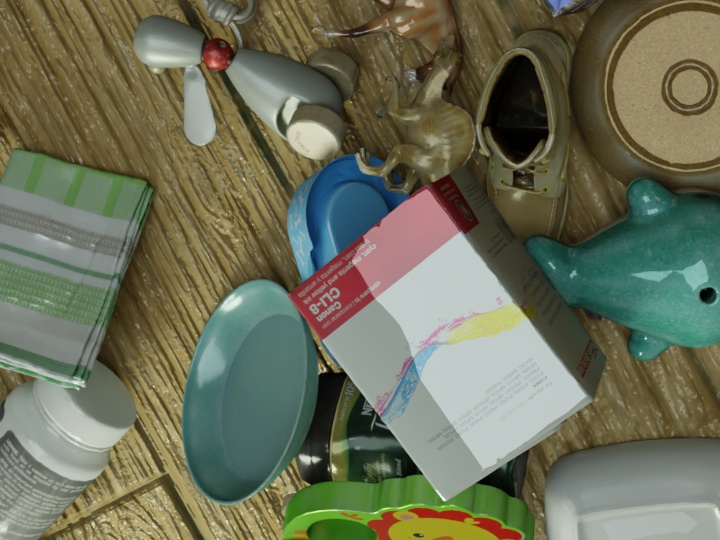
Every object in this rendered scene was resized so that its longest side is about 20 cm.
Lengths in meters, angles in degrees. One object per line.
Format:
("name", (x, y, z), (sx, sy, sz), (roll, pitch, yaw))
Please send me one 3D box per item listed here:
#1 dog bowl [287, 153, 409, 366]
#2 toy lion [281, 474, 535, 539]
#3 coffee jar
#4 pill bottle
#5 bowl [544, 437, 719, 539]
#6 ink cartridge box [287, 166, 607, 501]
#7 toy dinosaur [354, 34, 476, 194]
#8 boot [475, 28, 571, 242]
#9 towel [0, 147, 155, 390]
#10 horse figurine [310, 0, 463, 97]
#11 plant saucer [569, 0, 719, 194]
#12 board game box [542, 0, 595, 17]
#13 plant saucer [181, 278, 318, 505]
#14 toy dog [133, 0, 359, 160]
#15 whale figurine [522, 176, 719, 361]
("dog bowl", (0.000, 0.000, 1.255), (0.050, 0.111, 0.201), (-4, 105, 56))
("toy lion", (0.040, 0.218, 1.238), (0.199, 0.069, 0.192), (14, 149, -9))
("coffee jar", (0.045, 0.146, 1.270), (0.199, 0.105, 0.086), (3, 137, 13))
("pill bottle", (-0.308, 0.177, 1.361), (0.113, 0.113, 0.200), (45, 108, 1))
("bowl", (0.258, 0.253, 1.260), (0.199, 0.075, 0.201), (-8, 99, 17))
("ink cartridge box", (0.073, 0.046, 1.123), (0.144, 0.145, 0.200), (-38, 88, 17))
("toy dinosaur", (0.053, -0.093, 1.197), (0.101, 0.058, 0.201), (-7, 89, 33))
("boot", (0.132, -0.089, 1.173), (0.072, 0.155, 0.201), (8, 105, 11))
("towel", (-0.285, -0.006, 1.312), (0.149, 0.031, 0.201), (15, 75, 9))
("horse figurine", (0.039, -0.257, 1.213), (0.132, 0.050, 0.201), (13, 99, -1))
("plant saucer", (0.270, -0.151, 1.190), (0.199, 0.035, 0.201), (3, 102, 13))
("board game box", (0.155, -0.287, 1.101), (0.097, 0.200, 0.160), (-33, 91, 18))
("plant saucer", (-0.092, 0.109, 1.283), (0.036, 0.200, 0.200), (16, 111, -35))
("toy dog", (-0.094, -0.152, 1.250), (0.200, 0.132, 0.096), (36, 142, 10))
("whale figurine", (0.232, 0.006, 1.177), (0.199, 0.104, 0.160), (-3, 110, -3))
